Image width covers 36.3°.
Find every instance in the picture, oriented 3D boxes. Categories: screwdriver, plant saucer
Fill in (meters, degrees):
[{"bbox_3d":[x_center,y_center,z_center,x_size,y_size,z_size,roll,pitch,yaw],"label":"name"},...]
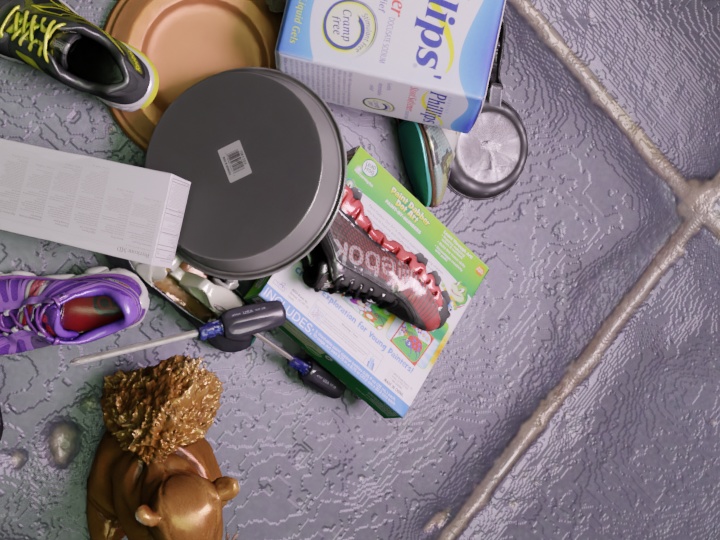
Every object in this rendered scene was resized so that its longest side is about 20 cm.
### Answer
[{"bbox_3d":[-0.082,0.082,1.091,0.029,0.028,0.199,-41,133,17],"label":"screwdriver"},{"bbox_3d":[-0.162,0.064,0.999,0.198,0.028,0.029,-18,82,-16],"label":"screwdriver"},{"bbox_3d":[-0.155,-0.201,1.078,0.198,0.037,0.203,-1,93,-20],"label":"plant saucer"}]

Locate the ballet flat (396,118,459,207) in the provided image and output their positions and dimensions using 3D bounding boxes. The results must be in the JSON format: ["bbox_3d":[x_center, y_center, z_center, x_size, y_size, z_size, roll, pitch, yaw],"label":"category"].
[{"bbox_3d":[0.063,-0.168,1.142,0.071,0.069,0.202,-25,96,-19],"label":"ballet flat"}]

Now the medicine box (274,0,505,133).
[{"bbox_3d":[0.034,-0.251,1.054,0.198,0.103,0.184,12,79,1],"label":"medicine box"}]

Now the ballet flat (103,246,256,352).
[{"bbox_3d":[-0.172,0.005,1.068,0.200,0.073,0.073,43,80,-17],"label":"ballet flat"}]

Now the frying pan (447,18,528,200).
[{"bbox_3d":[0.153,-0.166,1.195,0.114,0.031,0.191,31,86,-19],"label":"frying pan"}]

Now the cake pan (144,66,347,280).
[{"bbox_3d":[-0.112,-0.093,1.008,0.198,0.037,0.203,-2,82,13],"label":"cake pan"}]

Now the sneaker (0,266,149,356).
[{"bbox_3d":[-0.296,0.038,1.008,0.198,0.083,0.082,-12,100,-2],"label":"sneaker"}]

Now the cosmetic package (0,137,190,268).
[{"bbox_3d":[-0.258,-0.063,0.993,0.198,0.051,0.083,13,88,14],"label":"cosmetic package"}]

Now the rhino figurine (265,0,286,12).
[{"bbox_3d":[-0.132,-0.340,1.057,0.200,0.088,0.060,40,120,-16],"label":"rhino figurine"}]

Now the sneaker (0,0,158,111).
[{"bbox_3d":[-0.276,-0.212,0.993,0.198,0.085,0.075,24,92,-3],"label":"sneaker"}]

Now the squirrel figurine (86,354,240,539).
[{"bbox_3d":[-0.182,0.181,1.013,0.140,0.186,0.202,-9,96,-18],"label":"squirrel figurine"}]

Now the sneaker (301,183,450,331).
[{"bbox_3d":[0.000,0.000,1.052,0.200,0.071,0.098,44,63,-13],"label":"sneaker"}]

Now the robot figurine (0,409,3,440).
[{"bbox_3d":[-0.375,0.105,0.950,0.148,0.125,0.202,5,127,1],"label":"robot figurine"}]

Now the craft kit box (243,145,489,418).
[{"bbox_3d":[0.012,0.012,1.121,0.200,0.048,0.198,42,67,-17],"label":"craft kit box"}]
